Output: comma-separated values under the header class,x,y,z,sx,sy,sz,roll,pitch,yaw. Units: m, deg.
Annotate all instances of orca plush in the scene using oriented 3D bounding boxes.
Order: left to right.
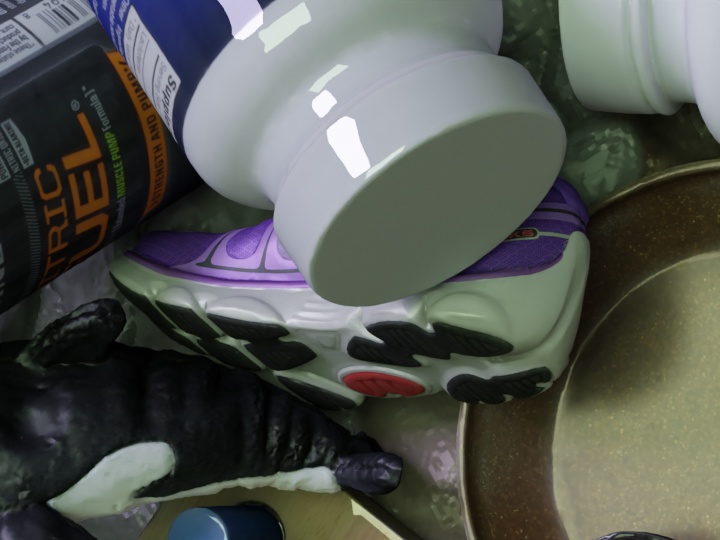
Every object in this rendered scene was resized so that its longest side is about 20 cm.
class,x,y,z,sx,sy,sz,roll,pitch,yaw
orca plush,-0.083,0.048,0.935,0.199,0.105,0.071,9,126,2

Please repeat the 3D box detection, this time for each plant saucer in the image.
class,x,y,z,sx,sy,sz,roll,pitch,yaw
plant saucer,0.132,0.063,0.928,0.200,0.037,0.201,-2,85,23

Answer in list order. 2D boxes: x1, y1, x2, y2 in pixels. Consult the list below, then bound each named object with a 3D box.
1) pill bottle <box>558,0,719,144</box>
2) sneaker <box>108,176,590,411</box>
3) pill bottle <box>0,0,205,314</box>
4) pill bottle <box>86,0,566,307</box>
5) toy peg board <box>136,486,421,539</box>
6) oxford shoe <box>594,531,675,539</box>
class,x,y,z,sx,sy,sz,roll,pitch,yaw
pill bottle,0.171,-0.088,0.884,0.199,0.111,0.112,4,87,22
sneaker,0.000,0.000,0.964,0.200,0.081,0.084,1,60,37
pill bottle,-0.140,-0.038,0.952,0.106,0.200,0.106,30,138,31
pill bottle,-0.024,-0.093,0.886,0.116,0.116,0.200,-41,64,14
toy peg board,-0.040,0.183,0.954,0.199,0.098,0.200,37,99,20
oxford shoe,0.120,0.153,0.851,0.073,0.084,0.200,-48,54,13
